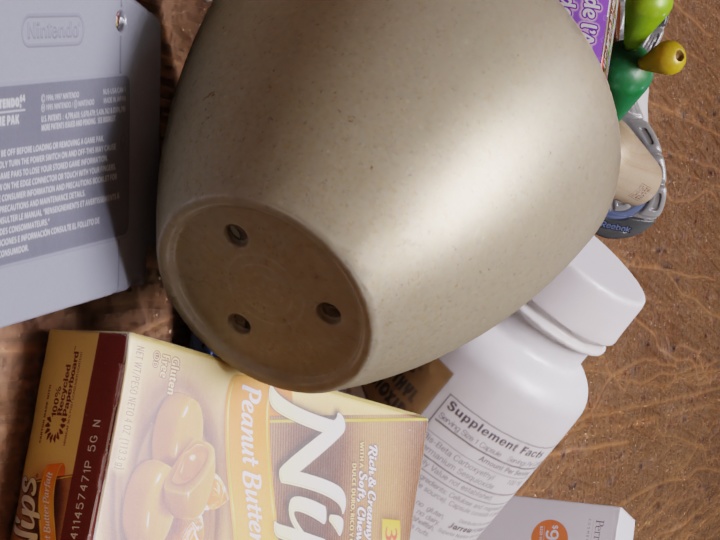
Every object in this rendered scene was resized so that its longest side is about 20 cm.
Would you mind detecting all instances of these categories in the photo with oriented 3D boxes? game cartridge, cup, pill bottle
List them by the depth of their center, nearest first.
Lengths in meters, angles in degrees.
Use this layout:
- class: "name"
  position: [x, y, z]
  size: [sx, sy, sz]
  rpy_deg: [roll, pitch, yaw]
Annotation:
- class: "game cartridge"
  position: [-0.132, -0.049, 0.800]
  size: [0.200, 0.040, 0.135]
  rpy_deg: [-19, 115, -70]
- class: "cup"
  position: [-0.007, -0.032, 0.876]
  size: [0.143, 0.199, 0.201]
  rpy_deg: [-53, 144, -43]
- class: "pill bottle"
  position: [0.057, 0.063, 1.113]
  size: [0.200, 0.114, 0.114]
  rpy_deg: [-51, 169, 17]

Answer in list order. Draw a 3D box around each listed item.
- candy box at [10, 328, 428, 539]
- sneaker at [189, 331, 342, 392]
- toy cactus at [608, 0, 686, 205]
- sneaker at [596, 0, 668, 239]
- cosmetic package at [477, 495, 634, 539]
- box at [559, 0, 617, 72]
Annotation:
- class: "candy box"
  position: [-0.058, 0.102, 0.911]
  size: [0.199, 0.055, 0.116]
  rpy_deg: [19, 78, -47]
- class: "sneaker"
  position: [-0.050, 0.080, 1.001]
  size: [0.077, 0.075, 0.202]
  rpy_deg: [-51, 140, -65]
- class: "toy cactus"
  position: [0.122, -0.079, 1.178]
  size: [0.165, 0.102, 0.200]
  rpy_deg: [28, 104, -44]
- class: "sneaker"
  position: [0.149, -0.124, 1.286]
  size: [0.087, 0.074, 0.202]
  rpy_deg: [-103, -166, -80]
- class: "cosmetic package"
  position: [0.087, 0.245, 1.323]
  size: [0.052, 0.150, 0.202]
  rpy_deg: [45, 51, -65]
- class: "box"
  position: [0.104, -0.118, 1.008]
  size: [0.200, 0.039, 0.138]
  rpy_deg: [12, 86, -83]
